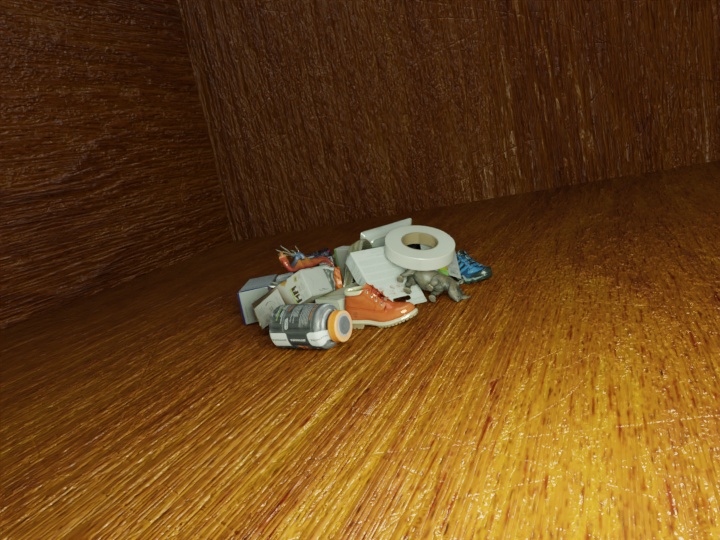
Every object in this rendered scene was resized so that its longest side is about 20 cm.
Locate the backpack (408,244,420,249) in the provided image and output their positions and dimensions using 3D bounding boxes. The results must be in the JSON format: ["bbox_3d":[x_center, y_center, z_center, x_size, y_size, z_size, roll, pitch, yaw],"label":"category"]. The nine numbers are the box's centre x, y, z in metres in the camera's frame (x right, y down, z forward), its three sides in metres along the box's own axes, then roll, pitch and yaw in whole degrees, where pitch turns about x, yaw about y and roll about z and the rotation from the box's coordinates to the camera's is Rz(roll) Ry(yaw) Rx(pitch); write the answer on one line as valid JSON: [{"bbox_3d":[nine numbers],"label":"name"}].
[{"bbox_3d":[0.152,-0.015,1.756,0.164,0.129,0.200,-21,8,22],"label":"backpack"}]

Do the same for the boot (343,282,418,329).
[{"bbox_3d":[0.046,0.083,1.440,0.195,0.110,0.075,-6,11,23],"label":"boot"}]

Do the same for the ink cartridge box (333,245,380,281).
[{"bbox_3d":[0.000,0.000,1.792,0.047,0.150,0.198,-17,12,-32],"label":"ink cartridge box"}]

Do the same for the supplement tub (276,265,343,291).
[{"bbox_3d":[-0.148,0.056,1.740,0.194,0.126,0.123,-13,11,0],"label":"supplement tub"}]

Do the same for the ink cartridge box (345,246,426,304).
[{"bbox_3d":[0.070,0.028,1.580,0.157,0.203,0.048,-10,-31,-33],"label":"ink cartridge box"}]

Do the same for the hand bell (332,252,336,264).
[{"bbox_3d":[-0.026,-0.001,2.061,0.102,0.107,0.200,-15,25,-18],"label":"hand bell"}]

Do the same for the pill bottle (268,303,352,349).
[{"bbox_3d":[-0.115,0.132,1.368,0.196,0.109,0.106,-4,13,36],"label":"pill bottle"}]

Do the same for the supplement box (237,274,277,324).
[{"bbox_3d":[-0.314,0.087,1.824,0.100,0.104,0.200,-11,11,1],"label":"supplement box"}]

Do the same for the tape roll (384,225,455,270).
[{"bbox_3d":[0.163,-0.066,1.597,0.197,0.038,0.204,2,31,-1],"label":"tape roll"}]

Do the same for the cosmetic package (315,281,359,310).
[{"bbox_3d":[-0.016,0.084,1.589,0.102,0.075,0.197,0,15,46],"label":"cosmetic package"}]

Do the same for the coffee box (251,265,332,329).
[{"bbox_3d":[-0.189,0.074,1.590,0.198,0.081,0.114,-33,-10,26],"label":"coffee box"}]

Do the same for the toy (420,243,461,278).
[{"bbox_3d":[0.220,-0.039,1.670,0.112,0.048,0.202,16,32,-12],"label":"toy"}]

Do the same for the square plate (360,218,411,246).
[{"bbox_3d":[0.089,-0.052,1.868,0.196,0.203,0.028,-17,33,-26],"label":"square plate"}]

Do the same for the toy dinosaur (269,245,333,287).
[{"bbox_3d":[-0.169,-0.028,1.601,0.195,0.108,0.181,-15,6,-7],"label":"toy dinosaur"}]

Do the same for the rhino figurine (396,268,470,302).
[{"bbox_3d":[0.200,0.036,1.528,0.196,0.061,0.088,18,41,22],"label":"rhino figurine"}]

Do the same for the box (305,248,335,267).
[{"bbox_3d":[-0.135,0.016,1.900,0.112,0.136,0.200,-16,11,-4],"label":"box"}]

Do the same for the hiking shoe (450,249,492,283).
[{"bbox_3d":[0.302,-0.014,1.683,0.073,0.089,0.198,-18,12,-30],"label":"hiking shoe"}]

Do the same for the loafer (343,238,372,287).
[{"bbox_3d":[-0.015,0.007,1.707,0.075,0.205,0.067,27,-20,-39],"label":"loafer"}]
